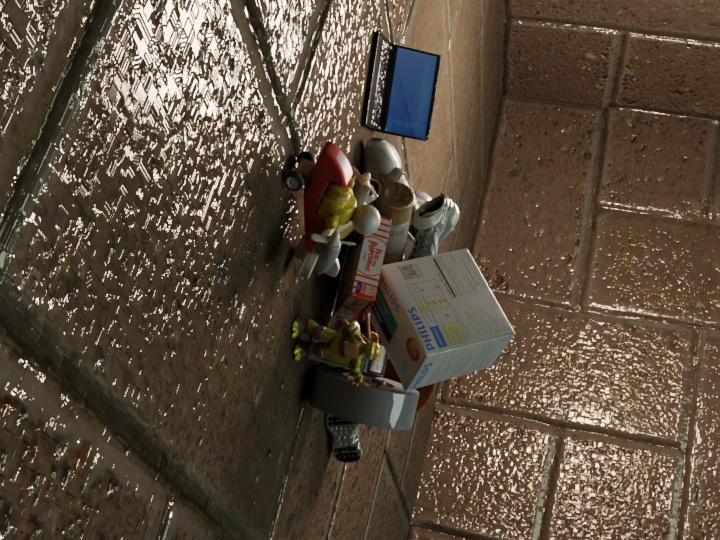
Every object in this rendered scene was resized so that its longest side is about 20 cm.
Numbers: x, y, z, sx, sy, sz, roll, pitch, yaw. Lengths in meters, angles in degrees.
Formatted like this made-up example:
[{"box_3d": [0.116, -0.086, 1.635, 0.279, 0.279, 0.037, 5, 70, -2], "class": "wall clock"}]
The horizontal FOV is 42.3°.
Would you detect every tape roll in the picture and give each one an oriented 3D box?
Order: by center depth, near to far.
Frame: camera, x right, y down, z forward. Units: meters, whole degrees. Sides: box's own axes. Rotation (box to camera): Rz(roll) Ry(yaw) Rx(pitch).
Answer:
[{"box_3d": [0.006, 0.230, 1.691, 0.200, 0.196, 0.068, 8, 95, -77], "class": "tape roll"}]

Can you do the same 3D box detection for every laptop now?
[{"box_3d": [0.085, -0.360, 1.842, 0.200, 0.101, 0.182, -10, 108, -77], "class": "laptop"}]

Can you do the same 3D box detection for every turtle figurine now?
[{"box_3d": [-0.032, 0.114, 1.525, 0.202, 0.157, 0.065, 83, 21, -51], "class": "turtle figurine"}]

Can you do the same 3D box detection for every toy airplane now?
[{"box_3d": [-0.038, -0.072, 1.408, 0.199, 0.138, 0.205, 46, 54, -75], "class": "toy airplane"}]

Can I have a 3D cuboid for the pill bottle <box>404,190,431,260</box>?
[{"box_3d": [0.111, -0.094, 2.136, 0.201, 0.110, 0.114, -65, 160, -50], "class": "pill bottle"}]

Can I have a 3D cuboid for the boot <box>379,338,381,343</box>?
[{"box_3d": [0.122, 0.097, 1.871, 0.131, 0.069, 0.203, 36, 78, -45], "class": "boot"}]

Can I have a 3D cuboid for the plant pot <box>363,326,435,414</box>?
[{"box_3d": [0.057, 0.201, 1.980, 0.140, 0.195, 0.205, -99, -165, -74], "class": "plant pot"}]

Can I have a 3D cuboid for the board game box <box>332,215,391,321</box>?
[{"box_3d": [0.000, 0.000, 1.705, 0.200, 0.045, 0.155, 129, -25, -72], "class": "board game box"}]

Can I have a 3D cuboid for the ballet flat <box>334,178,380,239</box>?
[{"box_3d": [-0.009, -0.120, 1.671, 0.070, 0.062, 0.201, 64, 24, -20], "class": "ballet flat"}]

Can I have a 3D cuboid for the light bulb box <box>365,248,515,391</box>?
[{"box_3d": [0.138, 0.087, 1.693, 0.201, 0.196, 0.126, 63, -32, 28], "class": "light bulb box"}]

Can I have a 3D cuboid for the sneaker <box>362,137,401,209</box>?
[{"box_3d": [0.034, -0.162, 1.829, 0.081, 0.075, 0.204, -55, 150, -50], "class": "sneaker"}]

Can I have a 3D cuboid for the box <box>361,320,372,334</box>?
[{"box_3d": [0.026, 0.193, 2.138, 0.143, 0.035, 0.205, -56, 154, -65], "class": "box"}]

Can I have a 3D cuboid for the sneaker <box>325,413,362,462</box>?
[{"box_3d": [-0.032, 0.304, 1.903, 0.082, 0.073, 0.203, -88, 178, -47], "class": "sneaker"}]

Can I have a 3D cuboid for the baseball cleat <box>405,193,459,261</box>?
[{"box_3d": [0.117, -0.055, 1.795, 0.106, 0.069, 0.203, 34, 80, -51], "class": "baseball cleat"}]

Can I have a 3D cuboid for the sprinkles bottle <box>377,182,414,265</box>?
[{"box_3d": [0.060, -0.075, 1.774, 0.202, 0.067, 0.069, 98, 9, -50], "class": "sprinkles bottle"}]

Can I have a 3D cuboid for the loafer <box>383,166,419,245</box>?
[{"box_3d": [0.090, -0.123, 1.816, 0.070, 0.069, 0.201, -55, 152, -23], "class": "loafer"}]

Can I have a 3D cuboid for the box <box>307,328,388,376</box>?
[{"box_3d": [-0.019, 0.151, 1.725, 0.200, 0.114, 0.062, 41, 62, -77], "class": "box"}]
